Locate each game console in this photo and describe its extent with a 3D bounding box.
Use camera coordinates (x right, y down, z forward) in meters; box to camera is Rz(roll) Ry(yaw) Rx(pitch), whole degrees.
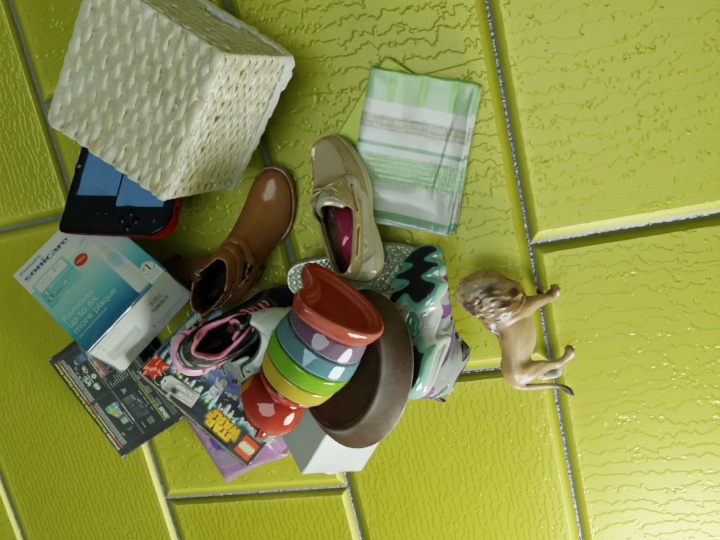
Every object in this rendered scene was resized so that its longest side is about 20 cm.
[{"bbox_3d":[-0.319,-0.140,0.918,0.177,0.031,0.200,4,72,13],"label":"game console"}]

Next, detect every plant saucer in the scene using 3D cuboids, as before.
[{"bbox_3d":[-0.016,0.120,0.832,0.200,0.034,0.200,-16,68,46],"label":"plant saucer"}]

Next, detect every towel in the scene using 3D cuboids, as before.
[{"bbox_3d":[0.066,-0.150,0.853,0.149,0.031,0.200,10,108,4],"label":"towel"},{"bbox_3d":[0.016,-0.174,0.879,0.086,0.018,0.200,33,109,-1],"label":"towel"}]

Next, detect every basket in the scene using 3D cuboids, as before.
[{"bbox_3d":[-0.222,-0.216,0.783,0.198,0.161,0.200,33,112,8],"label":"basket"}]

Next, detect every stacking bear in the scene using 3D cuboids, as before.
[{"bbox_3d":[-0.072,0.112,0.782,0.114,0.121,0.200,31,112,-11],"label":"stacking bear"}]

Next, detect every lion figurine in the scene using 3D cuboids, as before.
[{"bbox_3d":[0.201,0.087,0.850,0.122,0.072,0.200,-19,93,-14],"label":"lion figurine"}]

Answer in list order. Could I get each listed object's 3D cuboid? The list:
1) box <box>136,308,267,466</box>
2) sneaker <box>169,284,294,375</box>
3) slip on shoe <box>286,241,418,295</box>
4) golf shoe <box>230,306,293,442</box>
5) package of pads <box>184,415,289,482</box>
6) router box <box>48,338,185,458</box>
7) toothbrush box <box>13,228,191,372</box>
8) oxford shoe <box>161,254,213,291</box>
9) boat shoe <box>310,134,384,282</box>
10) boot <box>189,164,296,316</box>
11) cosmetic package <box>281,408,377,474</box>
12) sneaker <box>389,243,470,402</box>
[{"bbox_3d":[-0.190,0.157,0.931,0.200,0.040,0.137,45,67,-12],"label":"box"},{"bbox_3d":[-0.154,0.075,0.888,0.079,0.200,0.095,58,152,2],"label":"sneaker"},{"bbox_3d":[0.000,0.000,0.909,0.200,0.061,0.074,-7,96,3],"label":"slip on shoe"},{"bbox_3d":[-0.129,0.134,0.870,0.097,0.078,0.200,7,109,-26],"label":"golf shoe"},{"bbox_3d":[-0.198,0.210,1.007,0.120,0.076,0.200,-28,96,17],"label":"package of pads"},{"bbox_3d":[-0.372,0.175,1.050,0.150,0.062,0.200,-33,94,20],"label":"router box"},{"bbox_3d":[-0.358,0.020,0.925,0.200,0.085,0.146,35,77,30],"label":"toothbrush box"},{"bbox_3d":[-0.293,0.015,0.996,0.200,0.071,0.071,-8,73,19],"label":"oxford shoe"},{"bbox_3d":[-0.026,-0.082,0.840,0.074,0.069,0.200,-25,78,35],"label":"boat shoe"},{"bbox_3d":[-0.161,-0.040,0.886,0.077,0.155,0.200,31,110,5],"label":"boot"},{"bbox_3d":[-0.012,0.185,0.922,0.200,0.113,0.081,-58,44,20],"label":"cosmetic package"},{"bbox_3d":[0.101,0.075,0.877,0.078,0.140,0.200,2,75,40],"label":"sneaker"}]
